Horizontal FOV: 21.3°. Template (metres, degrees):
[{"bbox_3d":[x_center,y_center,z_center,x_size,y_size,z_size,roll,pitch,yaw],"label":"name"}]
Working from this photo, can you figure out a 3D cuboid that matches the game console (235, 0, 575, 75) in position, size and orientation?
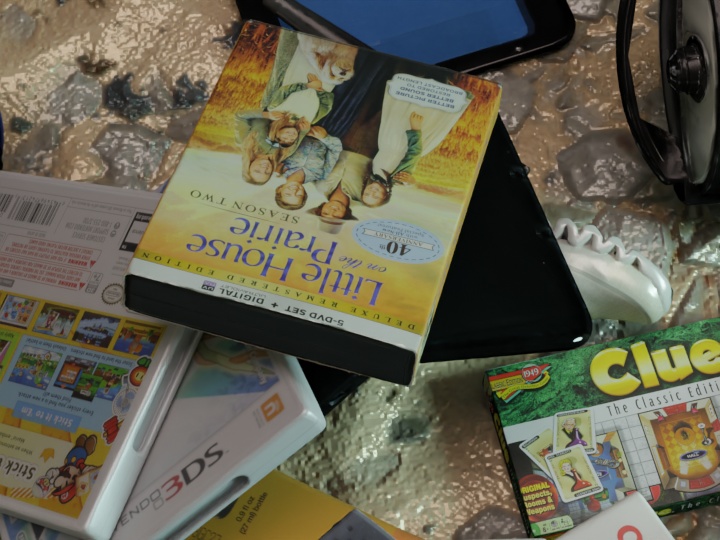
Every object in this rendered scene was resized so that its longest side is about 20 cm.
[{"bbox_3d":[0.016,-0.213,1.189,0.199,0.177,0.116,-18,32,-8],"label":"game console"}]

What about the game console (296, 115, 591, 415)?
[{"bbox_3d":[0.000,0.000,1.032,0.176,0.116,0.200,-43,44,25],"label":"game console"}]

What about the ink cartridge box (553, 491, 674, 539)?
[{"bbox_3d":[0.096,0.225,0.945,0.199,0.084,0.146,-30,63,-11],"label":"ink cartridge box"}]

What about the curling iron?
[{"bbox_3d":[0.023,-0.110,1.150,0.200,0.050,0.026,40,100,9],"label":"curling iron"}]

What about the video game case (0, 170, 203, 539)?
[{"bbox_3d":[-0.166,0.038,1.007,0.199,0.023,0.183,9,68,40],"label":"video game case"}]

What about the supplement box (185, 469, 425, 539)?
[{"bbox_3d":[-0.063,0.142,1.014,0.199,0.069,0.067,25,63,14],"label":"supplement box"}]

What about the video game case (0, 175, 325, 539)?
[{"bbox_3d":[-0.122,0.062,0.987,0.182,0.022,0.200,-39,45,11],"label":"video game case"}]

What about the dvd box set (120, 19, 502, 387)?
[{"bbox_3d":[-0.019,-0.040,0.955,0.146,0.029,0.200,15,47,6],"label":"dvd box set"}]

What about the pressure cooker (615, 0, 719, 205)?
[{"bbox_3d":[0.245,-0.131,1.091,0.199,0.179,0.177,-6,63,-2],"label":"pressure cooker"}]

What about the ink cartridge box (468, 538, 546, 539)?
[{"bbox_3d":[-0.012,0.199,0.823,0.199,0.084,0.147,-2,61,5],"label":"ink cartridge box"}]

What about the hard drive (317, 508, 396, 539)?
[{"bbox_3d":[0.020,0.222,0.881,0.135,0.042,0.200,-40,65,-15],"label":"hard drive"}]

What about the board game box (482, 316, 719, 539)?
[{"bbox_3d":[0.177,0.082,1.062,0.199,0.023,0.105,-13,58,-5],"label":"board game box"}]

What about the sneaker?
[{"bbox_3d":[0.077,0.009,1.086,0.199,0.075,0.081,12,69,19],"label":"sneaker"}]

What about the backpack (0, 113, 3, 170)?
[{"bbox_3d":[-0.290,-0.075,1.071,0.146,0.200,0.184,17,63,15],"label":"backpack"}]
